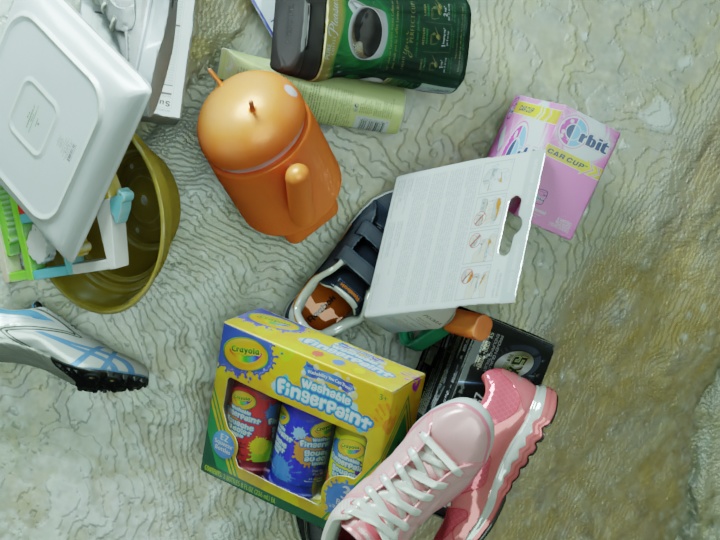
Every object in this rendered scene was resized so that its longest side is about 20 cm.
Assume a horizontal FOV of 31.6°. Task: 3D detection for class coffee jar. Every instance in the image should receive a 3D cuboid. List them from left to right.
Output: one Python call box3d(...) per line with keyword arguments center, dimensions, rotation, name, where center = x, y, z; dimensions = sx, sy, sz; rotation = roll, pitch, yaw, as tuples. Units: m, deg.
box3d(center=(0.008, -0.237, 1.278), dimensions=(0.198, 0.085, 0.106), rotation=(3, 98, -23), name="coffee jar")

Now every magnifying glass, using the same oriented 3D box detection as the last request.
box3d(center=(0.083, 0.048, 1.286), dimensions=(0.022, 0.200, 0.080), rotation=(23, 86, -20), name="magnifying glass")

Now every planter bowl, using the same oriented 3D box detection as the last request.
box3d(center=(-0.238, -0.064, 1.257), dimensions=(0.083, 0.199, 0.203), rotation=(-17, 99, -52), name="planter bowl")

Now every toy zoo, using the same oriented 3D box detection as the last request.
box3d(center=(-0.289, -0.061, 1.230), dimensions=(0.020, 0.198, 0.133), rotation=(-18, 99, -52), name="toy zoo")

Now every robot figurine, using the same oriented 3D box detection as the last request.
box3d(center=(-0.088, -0.114, 1.260), dimensions=(0.115, 0.201, 0.145), rotation=(-8, 51, 19), name="robot figurine")

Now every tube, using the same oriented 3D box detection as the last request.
box3d(center=(-0.053, -0.183, 1.322), dimensions=(0.197, 0.052, 0.059), rotation=(7, 88, -11), name="tube")

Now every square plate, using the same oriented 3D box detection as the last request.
box3d(center=(-0.295, -0.144, 1.186), dimensions=(0.198, 0.028, 0.201), rotation=(44, 119, 25), name="square plate")

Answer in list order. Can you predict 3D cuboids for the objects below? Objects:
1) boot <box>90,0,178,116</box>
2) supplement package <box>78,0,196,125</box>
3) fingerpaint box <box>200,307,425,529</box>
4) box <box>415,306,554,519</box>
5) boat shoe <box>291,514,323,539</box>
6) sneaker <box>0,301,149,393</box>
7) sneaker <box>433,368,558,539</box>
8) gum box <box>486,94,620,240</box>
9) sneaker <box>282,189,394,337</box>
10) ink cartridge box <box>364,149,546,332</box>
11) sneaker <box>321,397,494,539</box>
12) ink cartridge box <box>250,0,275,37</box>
box3d(center=(-0.219, -0.247, 1.173), dimensions=(0.094, 0.074, 0.203), rotation=(8, 88, -1), name="boot")
box3d(center=(-0.221, -0.252, 1.256), dimensions=(0.112, 0.109, 0.203), rotation=(8, 92, -11), name="supplement package")
box3d(center=(-0.051, 0.152, 1.260), dimensions=(0.198, 0.073, 0.169), rotation=(21, 110, 25), name="fingerpaint box")
box3d(center=(0.105, 0.145, 1.316), dimensions=(0.085, 0.164, 0.202), rotation=(22, 89, -12), name="box")
box3d(center=(-0.035, 0.213, 1.344), dimensions=(0.071, 0.068, 0.203), rotation=(4, 94, -13), name="boat shoe")
box3d(center=(-0.304, 0.073, 1.285), dimensions=(0.198, 0.072, 0.073), rotation=(20, 63, -18), name="sneaker")
box3d(center=(0.106, 0.184, 1.211), dimensions=(0.086, 0.074, 0.201), rotation=(31, 84, 4), name="sneaker")
box3d(center=(0.183, -0.110, 1.301), dimensions=(0.066, 0.200, 0.115), rotation=(23, 97, -12), name="gum box")
box3d(center=(0.000, 0.000, 1.331), dimensions=(0.078, 0.079, 0.201), rotation=(39, 84, -10), name="sneaker")
box3d(center=(0.100, -0.027, 1.245), dimensions=(0.047, 0.199, 0.162), rotation=(30, 65, -38), name="ink cartridge box")
box3d(center=(0.039, 0.202, 1.135), dimensions=(0.075, 0.105, 0.200), rotation=(46, 110, 1), name="sneaker")
box3d(center=(-0.045, -0.350, 1.318), dimensions=(0.199, 0.043, 0.198), rotation=(-31, 101, -6), name="ink cartridge box")
